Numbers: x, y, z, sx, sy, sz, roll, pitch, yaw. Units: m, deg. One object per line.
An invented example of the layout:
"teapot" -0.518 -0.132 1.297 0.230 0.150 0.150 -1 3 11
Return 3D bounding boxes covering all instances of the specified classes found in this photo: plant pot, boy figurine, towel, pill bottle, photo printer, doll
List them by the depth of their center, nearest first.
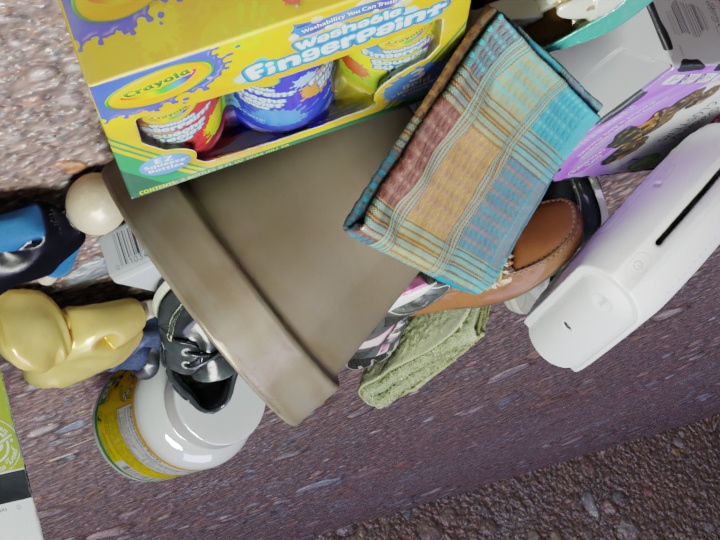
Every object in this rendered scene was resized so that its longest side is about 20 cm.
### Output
"towel" 0.072 -0.061 0.906 0.148 0.022 0.200 -57 156 5
"plant pot" -0.032 -0.035 0.969 0.173 0.201 0.200 -36 164 0
"doll" -0.240 -0.008 1.008 0.198 0.049 0.136 -23 166 9
"photo printer" 0.210 -0.017 1.149 0.166 0.069 0.200 -46 175 -19
"boy figurine" -0.220 0.054 1.221 0.124 0.065 0.199 -30 161 27
"pill bottle" -0.158 0.122 1.380 0.112 0.114 0.200 -12 174 -27
"towel" 0.063 0.031 1.395 0.036 0.150 0.200 25 147 -17

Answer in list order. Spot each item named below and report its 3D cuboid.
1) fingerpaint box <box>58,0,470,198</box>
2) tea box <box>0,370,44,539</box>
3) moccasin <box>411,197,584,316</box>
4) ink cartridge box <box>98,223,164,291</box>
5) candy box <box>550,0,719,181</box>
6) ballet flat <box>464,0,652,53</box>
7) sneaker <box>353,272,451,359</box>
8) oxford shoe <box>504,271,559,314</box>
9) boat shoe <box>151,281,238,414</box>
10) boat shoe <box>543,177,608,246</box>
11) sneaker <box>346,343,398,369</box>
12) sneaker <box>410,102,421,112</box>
"fingerpaint box" -0.046 -0.123 0.813 0.198 0.074 0.167 -19 165 -7
"tea box" -0.336 0.160 1.175 0.132 0.199 0.200 -11 164 -27
"moccasin" 0.066 -0.017 1.158 0.199 0.074 0.078 -9 141 15
"ink cartridge box" -0.064 -0.035 1.158 0.198 0.041 0.200 -24 166 13
"candy box" 0.216 -0.135 1.116 0.198 0.072 0.167 -8 161 -39
"ballet flat" 0.103 -0.153 0.900 0.199 0.068 0.070 -28 -176 29
"sneaker" 0.007 0.018 1.100 0.086 0.081 0.199 29 154 -30
"oxford shoe" 0.134 -0.030 1.293 0.057 0.076 0.201 3 148 24
"boat shoe" -0.116 0.056 1.176 0.074 0.067 0.200 -17 159 -20
"boat shoe" 0.169 -0.047 1.361 0.067 0.073 0.200 -22 167 -10
"sneaker" -0.053 0.052 1.412 0.197 0.084 0.081 -9 131 16
"sneaker" 0.077 -0.080 1.044 0.072 0.115 0.201 -15 160 -15
